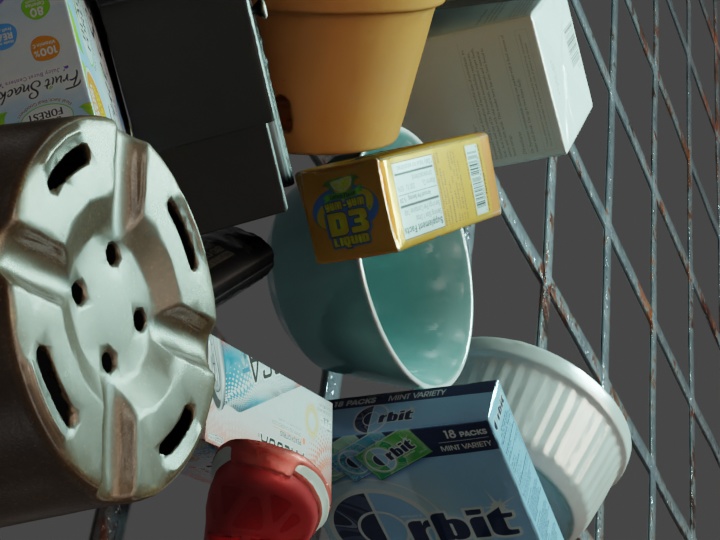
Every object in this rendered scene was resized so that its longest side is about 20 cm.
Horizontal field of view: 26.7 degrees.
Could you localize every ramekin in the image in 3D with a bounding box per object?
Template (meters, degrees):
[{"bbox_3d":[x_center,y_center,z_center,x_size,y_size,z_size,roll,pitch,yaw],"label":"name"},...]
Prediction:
[{"bbox_3d":[0.125,0.158,1.307,0.095,0.200,0.204,-60,138,-37],"label":"ramekin"}]

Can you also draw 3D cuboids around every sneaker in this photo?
[{"bbox_3d":[-0.069,0.192,0.910,0.201,0.077,0.117,96,8,-54],"label":"sneaker"}]

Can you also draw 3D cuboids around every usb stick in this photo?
[{"bbox_3d":[-0.109,0.007,0.961,0.200,0.055,0.033,-38,148,-69],"label":"usb stick"}]

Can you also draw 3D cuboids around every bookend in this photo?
[{"bbox_3d":[-0.088,-0.101,0.872,0.200,0.091,0.201,-118,-166,-67],"label":"bookend"}]

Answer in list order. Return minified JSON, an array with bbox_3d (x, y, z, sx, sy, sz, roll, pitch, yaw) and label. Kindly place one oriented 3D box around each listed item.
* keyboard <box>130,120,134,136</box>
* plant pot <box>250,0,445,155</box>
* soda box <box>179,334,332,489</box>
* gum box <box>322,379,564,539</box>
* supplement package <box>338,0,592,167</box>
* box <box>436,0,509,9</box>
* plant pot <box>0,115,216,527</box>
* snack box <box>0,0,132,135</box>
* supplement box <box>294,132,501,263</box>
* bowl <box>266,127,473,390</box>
[{"bbox_3d":[-0.137,0.005,0.972,0.056,0.011,0.203,46,42,-62],"label":"keyboard"},{"bbox_3d":[-0.037,-0.163,1.056,0.200,0.197,0.142,-36,131,-64],"label":"plant pot"},{"bbox_3d":[-0.082,0.100,0.985,0.200,0.063,0.069,39,47,-63],"label":"soda box"},{"bbox_3d":[0.053,0.177,1.150,0.045,0.168,0.201,-69,144,-48],"label":"gum box"},{"bbox_3d":[0.079,-0.157,1.288,0.120,0.197,0.123,-54,131,-58],"label":"supplement package"},{"bbox_3d":[0.053,-0.254,1.261,0.158,0.197,0.052,-52,134,-58],"label":"box"},{"bbox_3d":[-0.178,0.029,0.629,0.200,0.196,0.203,-8,90,-67],"label":"plant pot"},{"bbox_3d":[-0.155,-0.100,0.783,0.200,0.052,0.144,90,-17,-78],"label":"snack box"},{"bbox_3d":[0.032,-0.053,1.057,0.199,0.066,0.070,-16,96,-63],"label":"supplement box"},{"bbox_3d":[0.000,0.000,1.160,0.200,0.104,0.203,36,48,-53],"label":"bowl"}]
